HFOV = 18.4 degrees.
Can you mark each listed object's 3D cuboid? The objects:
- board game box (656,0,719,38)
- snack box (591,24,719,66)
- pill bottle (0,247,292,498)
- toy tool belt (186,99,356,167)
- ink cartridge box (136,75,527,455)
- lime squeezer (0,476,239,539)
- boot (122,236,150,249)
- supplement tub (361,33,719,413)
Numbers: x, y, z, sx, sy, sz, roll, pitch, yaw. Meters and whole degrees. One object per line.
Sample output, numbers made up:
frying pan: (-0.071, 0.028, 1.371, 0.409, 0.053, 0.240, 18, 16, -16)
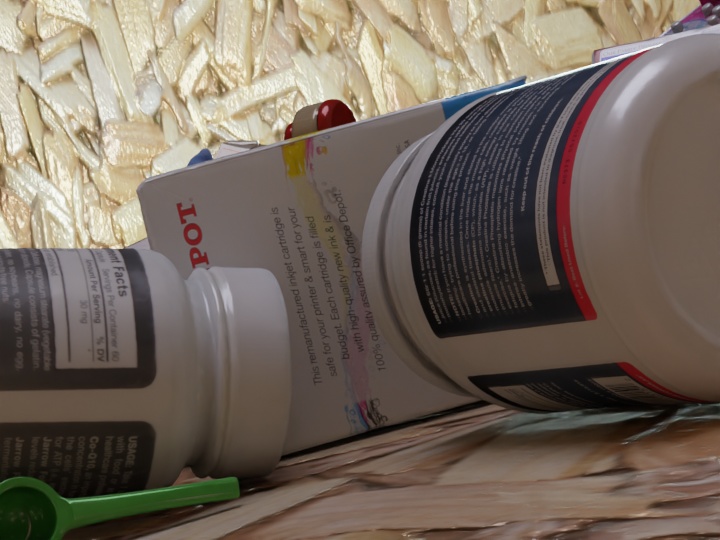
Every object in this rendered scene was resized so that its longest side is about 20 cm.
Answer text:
board game box: (0.169, -0.105, 1.203, 0.199, 0.026, 0.200, -38, 17, -5)
snack box: (0.172, -0.040, 1.029, 0.071, 0.025, 0.200, -10, -36, 22)
pill bottle: (-0.137, 0.046, 0.985, 0.198, 0.114, 0.113, 1, -2, -17)
toy tool belt: (-0.080, -0.029, 1.418, 0.122, 0.125, 0.201, -11, 38, 27)
ink cartridge box: (0.000, 0.000, 1.131, 0.198, 0.149, 0.145, -14, 3, -2)
lime squeezer: (-0.152, 0.114, 0.942, 0.198, 0.038, 0.071, -15, -29, 16)
boot: (-0.161, 0.043, 1.274, 0.185, 0.065, 0.200, -14, -22, -27)
supplement tub: (0.100, -0.013, 0.913, 0.139, 0.142, 0.199, -16, 3, -29)
